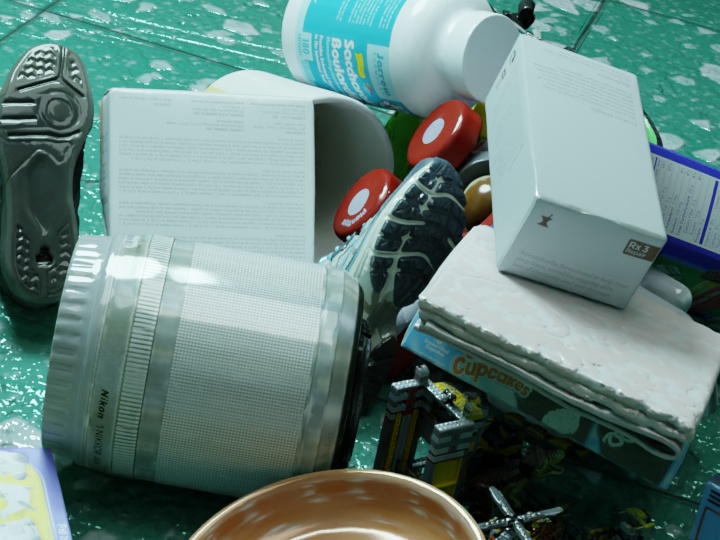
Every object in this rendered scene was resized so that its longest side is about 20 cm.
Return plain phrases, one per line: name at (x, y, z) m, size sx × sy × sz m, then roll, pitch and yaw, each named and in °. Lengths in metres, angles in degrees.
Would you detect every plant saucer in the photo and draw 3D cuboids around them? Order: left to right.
plant saucer at (-0.019, 0.197, 1.138) m, size 0.198 × 0.038 × 0.201 m, roll -7°, pitch 36°, yaw 5°

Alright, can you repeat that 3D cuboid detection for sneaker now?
sneaker at (-0.245, -0.066, 1.458) m, size 0.076 × 0.201 × 0.114 m, roll 1°, pitch -12°, yaw -18°
sneaker at (0.000, 0.000, 1.409) m, size 0.077 × 0.201 × 0.086 m, roll 32°, pitch -2°, yaw -44°

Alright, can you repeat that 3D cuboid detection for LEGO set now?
LEGO set at (0.099, 0.135, 1.263) m, size 0.153 × 0.117 × 0.200 m, roll -4°, pitch 32°, yaw -27°

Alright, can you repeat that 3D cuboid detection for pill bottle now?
pill bottle at (0.036, -0.184, 1.569) m, size 0.110 × 0.112 × 0.199 m, roll -15°, pitch 21°, yaw -40°

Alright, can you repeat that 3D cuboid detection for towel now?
towel at (0.143, 0.042, 1.290) m, size 0.199 × 0.032 × 0.191 m, roll 26°, pitch 23°, yaw 8°

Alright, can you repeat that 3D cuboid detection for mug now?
mug at (-0.088, -0.098, 1.593) m, size 0.186 × 0.150 × 0.153 m, roll 10°, pitch 16°, yaw -37°

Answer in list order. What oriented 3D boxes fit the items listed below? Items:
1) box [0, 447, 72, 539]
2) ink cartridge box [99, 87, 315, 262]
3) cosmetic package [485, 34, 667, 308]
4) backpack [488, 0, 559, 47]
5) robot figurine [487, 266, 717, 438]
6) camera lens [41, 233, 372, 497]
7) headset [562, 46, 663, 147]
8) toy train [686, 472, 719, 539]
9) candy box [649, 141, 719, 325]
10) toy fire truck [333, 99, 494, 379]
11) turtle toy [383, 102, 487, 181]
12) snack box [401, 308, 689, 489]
box at (-0.278, 0.155, 1.161) m, size 0.198 × 0.049 × 0.118 m, roll 0°, pitch 30°, yaw -19°
ink cartridge box at (-0.114, -0.033, 1.457) m, size 0.161 × 0.202 × 0.050 m, roll 2°, pitch -3°, yaw -17°
cosmetic package at (0.148, -0.072, 1.362) m, size 0.101 × 0.074 × 0.201 m, roll 18°, pitch 39°, yaw -12°
backpack at (0.156, -0.125, 1.743) m, size 0.199 × 0.168 × 0.126 m, roll 34°, pitch 39°, yaw 14°
robot figurine at (0.171, 0.055, 1.441) m, size 0.169 × 0.113 × 0.200 m, roll -39°, pitch 53°, yaw -23°
camera lens at (-0.098, 0.064, 1.272) m, size 0.198 × 0.161 × 0.160 m, roll 10°, pitch 28°, yaw -3°
headset at (0.190, -0.135, 1.586) m, size 0.124 × 0.094 × 0.200 m, roll 51°, pitch 30°, yaw 15°
toy train at (0.294, 0.203, 1.218) m, size 0.199 × 0.115 × 0.086 m, roll 29°, pitch 33°, yaw 30°
candy box at (0.248, -0.029, 1.534) m, size 0.199 × 0.078 × 0.169 m, roll 20°, pitch -14°, yaw -13°
toy fire truck at (0.073, -0.025, 1.478) m, size 0.112 × 0.200 × 0.168 m, roll 38°, pitch 21°, yaw -26°
turtle toy at (0.094, -0.078, 1.651) m, size 0.199 × 0.147 × 0.101 m, roll 30°, pitch 11°, yaw 30°
snack box at (0.128, 0.085, 1.318) m, size 0.199 × 0.037 × 0.116 m, roll 28°, pitch 1°, yaw 10°
